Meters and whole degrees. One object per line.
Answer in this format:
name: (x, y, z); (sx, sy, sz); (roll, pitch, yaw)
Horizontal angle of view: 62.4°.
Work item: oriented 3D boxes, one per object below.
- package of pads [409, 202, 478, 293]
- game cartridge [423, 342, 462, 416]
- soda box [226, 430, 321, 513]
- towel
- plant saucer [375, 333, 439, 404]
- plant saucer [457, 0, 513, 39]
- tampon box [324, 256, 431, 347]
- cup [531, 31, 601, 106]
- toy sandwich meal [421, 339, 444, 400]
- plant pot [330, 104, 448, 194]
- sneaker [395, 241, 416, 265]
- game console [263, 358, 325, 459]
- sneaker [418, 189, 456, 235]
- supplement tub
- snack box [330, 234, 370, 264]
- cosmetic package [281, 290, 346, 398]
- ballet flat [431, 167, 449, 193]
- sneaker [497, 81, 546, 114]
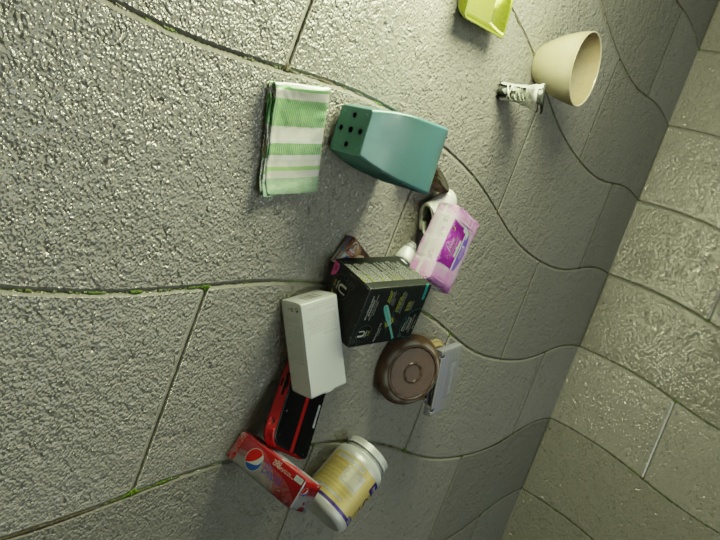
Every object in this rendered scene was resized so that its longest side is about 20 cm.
package of pads: (0.202, -0.054, 1.451); (0.120, 0.075, 0.201); (31, 83, -48)
game cartridge: (0.241, 0.315, 1.738); (0.129, 0.038, 0.202); (-8, 111, -57)
soda box: (-0.177, 0.406, 1.208); (0.064, 0.199, 0.070); (-57, 144, -11)
towel: (-0.119, -0.237, 1.084); (0.152, 0.023, 0.201); (-15, 120, -49)
plant saucer: (0.136, 0.273, 1.613); (0.199, 0.032, 0.202); (-5, 102, -25)
plant saucer: (0.292, -0.659, 1.364); (0.199, 0.048, 0.201); (-5, 112, -51)
tampon box: (0.029, 0.064, 1.315); (0.199, 0.126, 0.151); (-2, 122, -44)
cup: (0.576, -0.581, 1.694); (0.200, 0.143, 0.202); (-29, 131, -40)
toy sandwich meal: (0.178, 0.289, 1.727); (0.205, 0.070, 0.207); (-28, 126, -46)
plant pot: (0.046, -0.255, 1.197); (0.199, 0.141, 0.142); (8, 102, -46)
sneaker: (0.135, 0.019, 1.518); (0.081, 0.076, 0.201); (-55, 145, -31)
game console: (-0.137, 0.301, 1.310); (0.177, 0.031, 0.201); (53, 49, -56)
sneaker: (0.198, -0.098, 1.538); (0.115, 0.073, 0.201); (-32, 123, -36)
supplement tub: (-0.039, 0.536, 1.508); (0.200, 0.145, 0.146); (-44, 139, -28)
snack box: (0.000, 0.000, 1.366); (0.072, 0.024, 0.200); (-55, 143, -12)
cosmetic package: (-0.096, 0.151, 1.238); (0.101, 0.074, 0.202); (-14, 106, -41)
ballet flat: (0.160, -0.229, 1.435); (0.046, 0.068, 0.200); (-28, 158, 24)
sneaker: (0.418, -0.455, 1.561); (0.201, 0.114, 0.076); (-66, 161, -72)
